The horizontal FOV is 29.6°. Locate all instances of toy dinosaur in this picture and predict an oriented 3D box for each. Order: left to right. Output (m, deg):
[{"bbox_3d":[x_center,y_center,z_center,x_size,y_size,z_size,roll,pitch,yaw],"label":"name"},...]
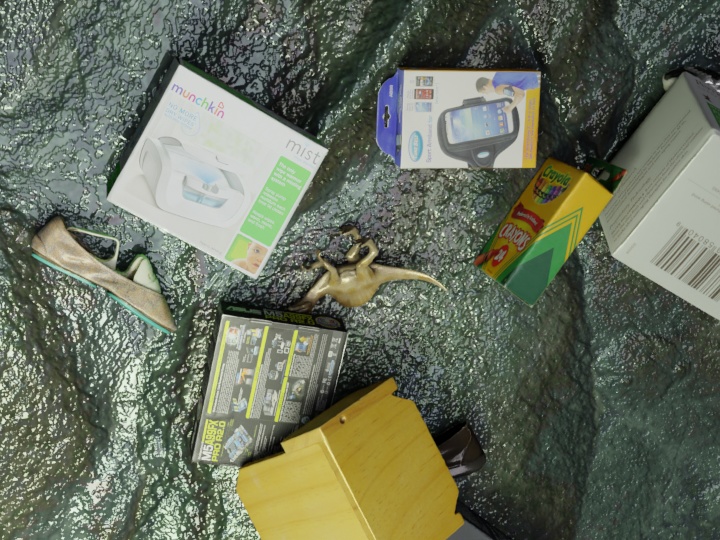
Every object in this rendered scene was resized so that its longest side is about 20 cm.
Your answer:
[{"bbox_3d":[0.000,0.000,1.677,0.198,0.058,0.102,-13,121,-2],"label":"toy dinosaur"}]

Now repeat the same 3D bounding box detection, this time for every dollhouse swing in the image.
[{"bbox_3d":[-0.017,0.268,1.662,0.181,0.175,0.201,-31,95,-37],"label":"dollhouse swing"}]

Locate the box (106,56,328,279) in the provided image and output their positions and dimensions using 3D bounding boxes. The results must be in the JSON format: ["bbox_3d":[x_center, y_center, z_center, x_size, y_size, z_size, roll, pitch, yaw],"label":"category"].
[{"bbox_3d":[-0.167,-0.120,1.581,0.199,0.097,0.177,29,97,-16],"label":"box"}]

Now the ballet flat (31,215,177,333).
[{"bbox_3d":[-0.287,0.001,1.598,0.199,0.068,0.068,32,87,-19],"label":"ballet flat"}]

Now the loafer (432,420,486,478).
[{"bbox_3d":[0.061,0.238,1.735,0.198,0.073,0.072,-15,101,-18],"label":"loafer"}]

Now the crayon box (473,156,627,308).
[{"bbox_3d":[0.230,-0.062,1.668,0.051,0.127,0.201,35,92,-18],"label":"crayon box"}]

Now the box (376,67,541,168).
[{"bbox_3d":[0.119,-0.185,1.659,0.198,0.041,0.120,-2,104,-15],"label":"box"}]

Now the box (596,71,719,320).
[{"bbox_3d":[0.422,-0.087,1.656,0.198,0.172,0.201,28,116,-17],"label":"box"}]

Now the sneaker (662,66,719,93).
[{"bbox_3d":[0.468,-0.203,1.721,0.198,0.075,0.082,14,109,-15],"label":"sneaker"}]

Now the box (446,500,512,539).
[{"bbox_3d":[0.099,0.404,1.759,0.182,0.104,0.201,38,92,-18],"label":"box"}]

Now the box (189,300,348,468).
[{"bbox_3d":[-0.114,0.146,1.668,0.158,0.044,0.202,8,109,-14],"label":"box"}]
